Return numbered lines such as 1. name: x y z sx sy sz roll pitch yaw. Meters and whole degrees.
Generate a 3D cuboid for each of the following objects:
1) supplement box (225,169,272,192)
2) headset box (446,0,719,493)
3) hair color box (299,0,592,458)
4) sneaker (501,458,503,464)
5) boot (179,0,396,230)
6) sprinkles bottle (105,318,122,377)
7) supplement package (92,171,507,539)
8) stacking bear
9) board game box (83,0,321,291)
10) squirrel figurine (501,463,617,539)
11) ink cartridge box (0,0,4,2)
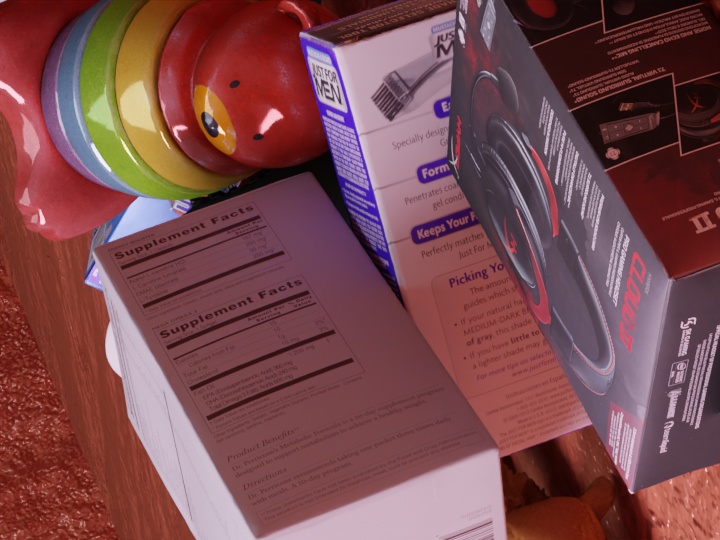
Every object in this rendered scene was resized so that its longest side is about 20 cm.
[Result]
1. supplement box: 0.000 0.000 1.408 0.061 0.109 0.200 -59 37 20
2. headset box: 0.108 -0.024 1.015 0.149 0.075 0.200 91 156 -55
3. hair color box: 0.055 -0.024 1.161 0.065 0.109 0.201 -146 39 -69
4. sneaker: -0.007 0.152 1.486 0.087 0.200 0.074 40 -165 -26
5. boot: -0.030 -0.053 1.312 0.078 0.138 0.200 81 -174 -46
6. sprinkles bottle: -0.039 0.071 1.286 0.200 0.068 0.068 35 147 34
7. supplement package: -0.027 0.069 1.141 0.200 0.109 0.114 -124 19 -44
8. stacking bear: -0.077 -0.085 1.239 0.200 0.114 0.122 0 113 51
9. board game box: -0.084 -0.099 1.438 0.200 0.045 0.152 -57 17 31
10. squirrel figurine: 0.074 0.181 1.332 0.200 0.141 0.187 -128 29 -49
11. ink cartridge box: -0.157 -0.247 1.405 0.083 0.146 0.201 36 -124 -54
